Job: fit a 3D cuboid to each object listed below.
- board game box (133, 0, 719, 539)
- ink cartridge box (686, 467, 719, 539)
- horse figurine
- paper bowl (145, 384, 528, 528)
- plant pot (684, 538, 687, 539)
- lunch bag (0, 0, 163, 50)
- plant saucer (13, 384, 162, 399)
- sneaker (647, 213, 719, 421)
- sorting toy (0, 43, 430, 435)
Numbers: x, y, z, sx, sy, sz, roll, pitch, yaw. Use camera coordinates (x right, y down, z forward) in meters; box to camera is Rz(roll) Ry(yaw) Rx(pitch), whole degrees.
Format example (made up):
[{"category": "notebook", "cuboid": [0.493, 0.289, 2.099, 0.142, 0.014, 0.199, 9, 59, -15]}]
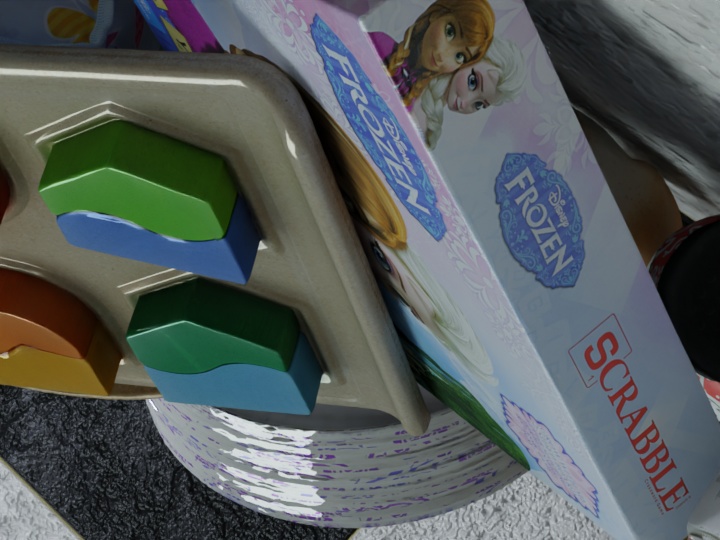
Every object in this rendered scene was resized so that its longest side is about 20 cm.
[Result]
[{"category": "board game box", "cuboid": [0.007, -0.033, 0.565, 0.199, 0.041, 0.200, 36, 161, 53]}, {"category": "ink cartridge box", "cuboid": [0.174, 0.123, 0.521, 0.200, 0.176, 0.045, 34, 174, -4]}, {"category": "horse figurine", "cuboid": [0.055, -0.031, 0.667, 0.200, 0.050, 0.132, 45, 161, -31]}, {"category": "paper bowl", "cuboid": [0.000, 0.000, 0.809, 0.201, 0.201, 0.104, 35, 147, 38]}, {"category": "plant pot", "cuboid": [0.229, 0.154, 0.818, 0.200, 0.196, 0.194, 18, -177, -10]}, {"category": "lunch bag", "cuboid": [-0.173, -0.088, 0.739, 0.200, 0.127, 0.170, 12, 153, 5]}, {"category": "plant saucer", "cuboid": [-0.117, -0.017, 0.686, 0.200, 0.035, 0.200, 7, 150, 4]}, {"category": "sneaker", "cuboid": [0.174, 0.052, 0.612, 0.201, 0.067, 0.108, 38, -178, -1]}, {"category": "sorting toy", "cuboid": [-0.088, -0.005, 0.598, 0.200, 0.037, 0.185, 9, 151, 20]}]
